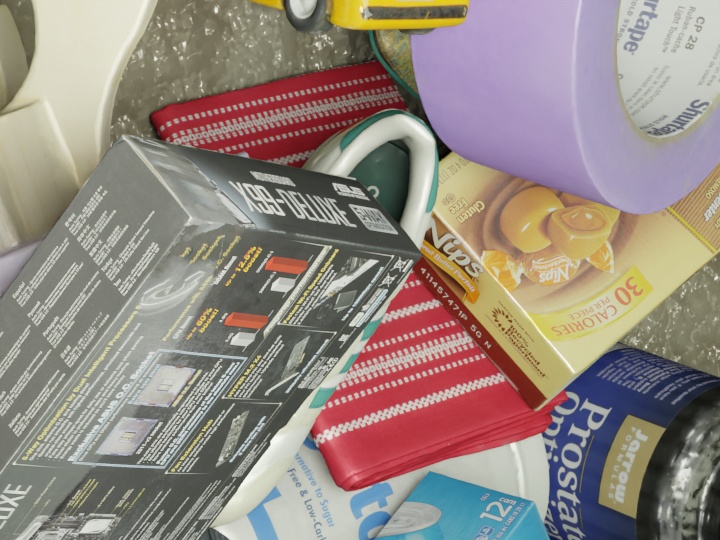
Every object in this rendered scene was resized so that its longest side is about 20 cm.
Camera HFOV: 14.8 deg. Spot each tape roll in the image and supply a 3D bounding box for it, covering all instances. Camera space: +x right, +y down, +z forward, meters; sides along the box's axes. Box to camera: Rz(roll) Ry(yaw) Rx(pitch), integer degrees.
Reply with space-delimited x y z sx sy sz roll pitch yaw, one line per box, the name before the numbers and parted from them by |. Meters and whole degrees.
tape roll | 0.110 -0.132 1.198 0.200 0.085 0.201 -34 134 -44

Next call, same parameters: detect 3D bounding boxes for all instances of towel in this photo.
towel | 0.000 0.000 1.287 0.144 0.022 0.201 -15 71 -40

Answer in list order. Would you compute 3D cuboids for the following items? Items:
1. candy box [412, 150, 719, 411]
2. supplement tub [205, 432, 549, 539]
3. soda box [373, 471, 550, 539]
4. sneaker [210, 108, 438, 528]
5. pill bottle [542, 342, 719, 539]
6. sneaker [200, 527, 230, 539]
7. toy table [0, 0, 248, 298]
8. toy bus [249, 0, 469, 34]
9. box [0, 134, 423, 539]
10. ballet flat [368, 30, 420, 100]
candy box | 0.118 -0.040 1.312 0.200 0.055 0.116 -38 85 -30
supplement tub | -0.023 0.113 1.308 0.199 0.131 0.133 -22 118 -37
soda box | 0.008 0.183 1.208 0.200 0.064 0.068 -49 134 -31
sneaker | -0.027 0.014 1.181 0.070 0.093 0.201 32 75 -3
pill bottle | 0.154 0.103 1.424 0.111 0.199 0.113 -16 114 -39
sneaker | -0.145 0.154 1.198 0.198 0.070 0.082 -4 126 3
toy table | -0.151 -0.045 1.106 0.199 0.184 0.118 -22 95 -3
toy bus | -0.037 -0.150 1.158 0.065 0.199 0.079 -4 107 -39
box | -0.087 0.047 1.065 0.200 0.050 0.157 -52 152 19
ballet flat | 0.086 -0.096 1.388 0.200 0.070 0.071 30 82 -45
